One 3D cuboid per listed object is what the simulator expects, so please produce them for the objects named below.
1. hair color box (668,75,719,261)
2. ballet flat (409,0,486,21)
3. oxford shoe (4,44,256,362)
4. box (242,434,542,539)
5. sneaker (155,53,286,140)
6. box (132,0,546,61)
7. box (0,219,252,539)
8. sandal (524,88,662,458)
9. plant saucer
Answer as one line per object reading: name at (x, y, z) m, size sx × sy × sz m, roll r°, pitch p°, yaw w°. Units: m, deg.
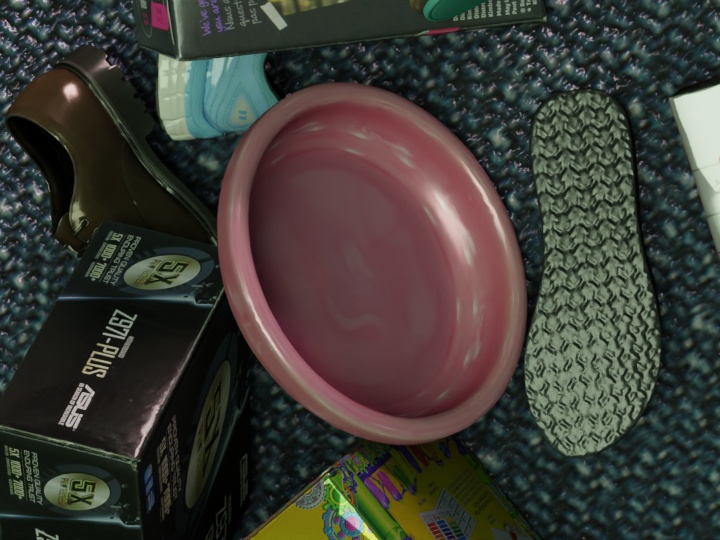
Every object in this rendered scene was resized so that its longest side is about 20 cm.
hair color box at (0.244, -0.014, 1.559) m, size 0.101 × 0.061 × 0.201 m, roll -16°, pitch 96°, yaw 17°
ballet flat at (0.103, -0.198, 1.451) m, size 0.199 × 0.068 × 0.073 m, roll -28°, pitch 79°, yaw 16°
oxford shoe at (-0.131, -0.021, 1.639) m, size 0.200 × 0.084 × 0.073 m, roll 53°, pitch 150°, yaw 1°
box at (0.028, 0.194, 1.580) m, size 0.122 × 0.200 × 0.193 m, roll -41°, pitch 87°, yaw 18°
sneaker at (-0.067, -0.172, 1.622) m, size 0.089 × 0.078 × 0.201 m, roll 2°, pitch 105°, yaw -3°
box at (-0.016, -0.173, 1.532) m, size 0.199 × 0.122 × 0.107 m, roll -7°, pitch 99°, yaw -12°
box at (-0.126, 0.105, 1.586) m, size 0.086 × 0.164 × 0.201 m, roll 13°, pitch 134°, yaw 13°
sandal at (0.129, 0.002, 1.605) m, size 0.075 × 0.048 × 0.202 m, roll 0°, pitch 86°, yaw 10°
plant saucer at (0.000, 0.000, 1.573) m, size 0.051 × 0.200 × 0.201 m, roll -27°, pitch 92°, yaw 47°
